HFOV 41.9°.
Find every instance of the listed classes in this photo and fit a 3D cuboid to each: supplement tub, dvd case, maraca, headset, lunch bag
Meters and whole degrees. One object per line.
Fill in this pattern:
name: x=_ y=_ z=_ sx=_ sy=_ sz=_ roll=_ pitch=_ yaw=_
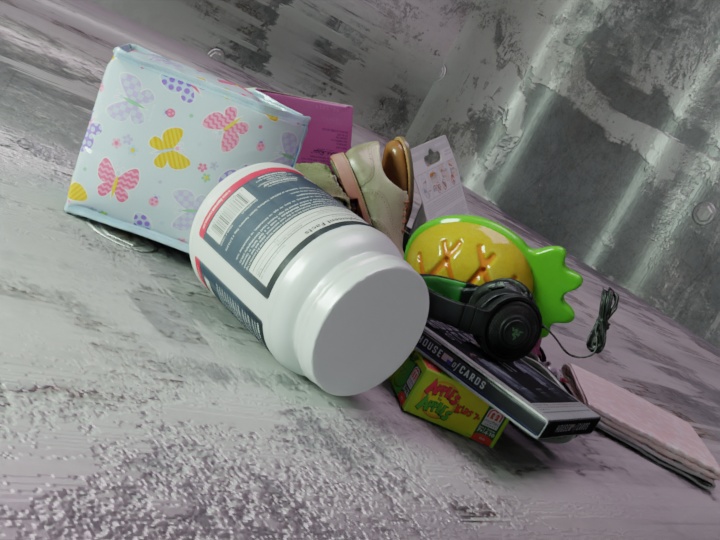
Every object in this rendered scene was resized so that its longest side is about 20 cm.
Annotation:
supplement tub: x=-0.048 y=0.004 z=0.828 sx=0.140 sy=0.141 sz=0.200 roll=16 pitch=18 yaw=-47
dvd case: x=0.123 y=0.093 z=0.906 sx=0.200 sy=0.025 sz=0.150 roll=37 pitch=13 yaw=30
maraca: x=0.142 y=0.008 z=1.039 sx=0.199 sy=0.138 sz=0.107 roll=14 pitch=35 yaw=15
headset: x=0.146 y=0.033 z=0.920 sx=0.199 sy=0.095 sz=0.124 roll=18 pitch=11 yaw=2
lunch bag: x=-0.168 y=-0.110 z=0.936 sx=0.199 sy=0.171 sz=0.127 roll=19 pitch=13 yaw=-8

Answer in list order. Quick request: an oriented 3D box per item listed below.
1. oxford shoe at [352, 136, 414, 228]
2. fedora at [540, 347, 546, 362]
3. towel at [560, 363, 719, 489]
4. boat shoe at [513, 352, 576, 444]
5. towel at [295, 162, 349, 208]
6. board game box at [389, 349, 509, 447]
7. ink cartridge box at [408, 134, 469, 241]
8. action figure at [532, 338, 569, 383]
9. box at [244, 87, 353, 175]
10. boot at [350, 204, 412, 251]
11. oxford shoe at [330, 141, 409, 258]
oxford shoe: x=0.022 y=-0.080 z=1.229 sx=0.071 sy=0.201 sz=0.071 roll=1 pitch=30 yaw=-23
fedora: x=0.199 y=0.051 z=1.320 sx=0.200 sy=0.092 sz=0.201 roll=27 pitch=11 yaw=-6
towel: x=0.365 y=0.199 z=1.242 sx=0.199 sy=0.032 sz=0.191 roll=28 pitch=13 yaw=-1
boat shoe: x=0.174 y=0.120 z=1.024 sx=0.060 sy=0.076 sz=0.200 roll=9 pitch=23 yaw=-43
towel: x=-0.120 y=-0.087 z=1.110 sx=0.198 sy=0.037 sz=0.149 roll=-7 pitch=25 yaw=-10
board game box: x=0.074 y=0.096 z=0.957 sx=0.101 sy=0.048 sz=0.200 roll=25 pitch=12 yaw=-18
ink cartridge box: x=0.102 y=-0.075 z=1.301 sx=0.047 sy=0.201 sz=0.160 roll=-13 pitch=10 yaw=28
action figure: x=0.172 y=0.092 z=1.159 sx=0.200 sy=0.149 sz=0.134 roll=47 pitch=37 yaw=-2
box: x=-0.142 y=-0.185 z=1.281 sx=0.199 sy=0.098 sz=0.175 roll=8 pitch=5 yaw=44
boot: x=0.007 y=-0.057 z=1.380 sx=0.150 sy=0.074 sz=0.200 roll=19 pitch=11 yaw=-43
oxford shoe: x=0.035 y=-0.064 z=1.163 sx=0.201 sy=0.073 sz=0.071 roll=65 pitch=-4 yaw=-7
